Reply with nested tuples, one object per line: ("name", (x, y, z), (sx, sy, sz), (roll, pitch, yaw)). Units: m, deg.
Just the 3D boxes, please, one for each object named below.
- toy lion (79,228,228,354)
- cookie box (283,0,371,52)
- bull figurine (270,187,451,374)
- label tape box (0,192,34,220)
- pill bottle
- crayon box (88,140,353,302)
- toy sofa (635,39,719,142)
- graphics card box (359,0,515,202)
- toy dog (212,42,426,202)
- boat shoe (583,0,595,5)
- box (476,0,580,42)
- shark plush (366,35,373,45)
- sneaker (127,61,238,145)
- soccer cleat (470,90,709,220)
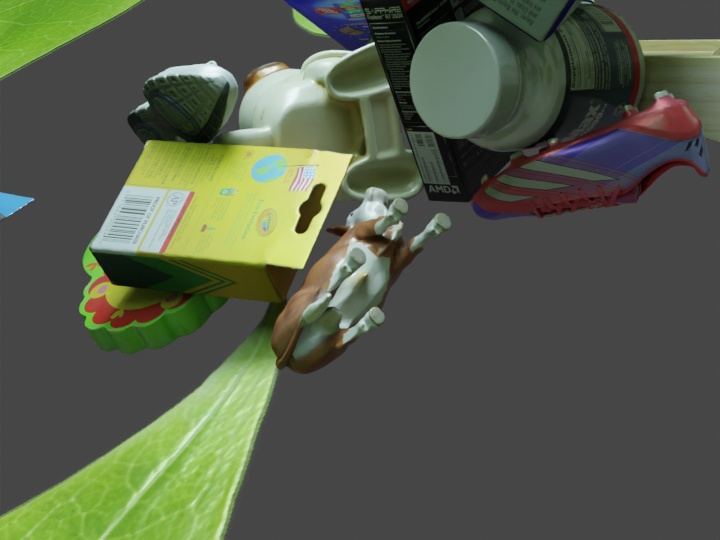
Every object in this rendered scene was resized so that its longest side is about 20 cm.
("toy lion", (-0.178, -0.006, 1.296), (0.199, 0.069, 0.192), (12, 50, 45))
("cookie box", (0.037, -0.279, 1.479), (0.170, 0.200, 0.076), (-1, 73, 32))
("bull figurine", (0.000, 0.000, 1.140), (0.121, 0.065, 0.201), (-39, 16, 49))
("label tape box", (-0.472, -0.056, 1.559), (0.143, 0.064, 0.200), (11, 42, 43))
("pill bottle", (0.135, -0.159, 1.203), (0.119, 0.121, 0.199), (8, 13, 41))
("crayon box", (-0.108, -0.042, 1.210), (0.198, 0.051, 0.128), (6, 53, 25))
("toy sofa", (0.264, -0.167, 1.277), (0.199, 0.099, 0.082), (7, 14, 41))
("graphics card box", (0.080, -0.175, 1.266), (0.051, 0.201, 0.125), (3, 37, 41))
("toy dog", (-0.047, -0.127, 1.347), (0.193, 0.141, 0.200), (-22, 16, -13))
("boat shoe", (0.163, -0.211, 1.445), (0.199, 0.073, 0.062), (-26, 71, -25))
("box", (0.119, -0.292, 1.162), (0.183, 0.105, 0.200), (35, 32, 5))
("shark plush", (0.000, -0.184, 1.515), (0.199, 0.091, 0.083), (-24, 0, 28))
("sneaker", (-0.147, -0.155, 1.297), (0.087, 0.075, 0.200), (-44, 13, -19))
("soccer cleat", (0.182, -0.074, 1.178), (0.199, 0.077, 0.067), (-25, -9, 21))
